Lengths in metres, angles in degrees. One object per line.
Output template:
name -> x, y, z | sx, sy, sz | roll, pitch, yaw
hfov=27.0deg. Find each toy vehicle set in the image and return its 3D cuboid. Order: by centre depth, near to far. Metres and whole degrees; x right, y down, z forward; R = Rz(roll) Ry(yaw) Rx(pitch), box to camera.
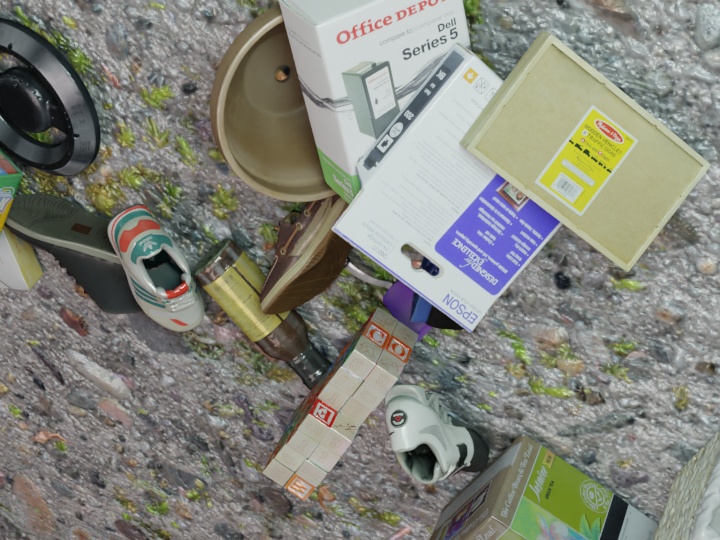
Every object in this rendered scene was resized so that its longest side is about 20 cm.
toy vehicle set -> 0.202, -0.104, 1.340 | 0.200, 0.027, 0.125 | 36, 98, -18

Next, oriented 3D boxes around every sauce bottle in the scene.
sauce bottle -> -0.107, 0.055, 1.717 | 0.065, 0.065, 0.200 | -26, 110, 43

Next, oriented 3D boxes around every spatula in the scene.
spatula -> 0.000, 0.000, 1.636 | 0.200, 0.021, 0.057 | 39, 138, -3

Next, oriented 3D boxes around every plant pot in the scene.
plant pot -> -0.059, -0.175, 1.435 | 0.093, 0.200, 0.202 | 46, 156, 51

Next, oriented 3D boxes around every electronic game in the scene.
electronic game -> -0.372, -0.192, 1.676 | 0.199, 0.042, 0.201 | 23, 138, 23

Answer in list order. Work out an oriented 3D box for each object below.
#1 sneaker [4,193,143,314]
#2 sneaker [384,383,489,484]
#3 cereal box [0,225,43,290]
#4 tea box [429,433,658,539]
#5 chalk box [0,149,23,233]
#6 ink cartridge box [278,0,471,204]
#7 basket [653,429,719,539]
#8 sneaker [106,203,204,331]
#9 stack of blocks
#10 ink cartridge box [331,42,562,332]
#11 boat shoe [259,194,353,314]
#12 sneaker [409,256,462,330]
sneaker -> -0.341, -0.014, 1.787 | 0.199, 0.075, 0.107 | 21, 132, 12
sneaker -> 0.082, 0.206, 1.680 | 0.074, 0.089, 0.200 | -14, 147, 29
cereal box -> -0.509, -0.047, 1.887 | 0.199, 0.040, 0.145 | 3, 128, 29
tea box -> 0.198, 0.328, 1.718 | 0.196, 0.134, 0.200 | 34, 136, -5
chalk box -> -0.484, -0.098, 1.727 | 0.124, 0.123, 0.201 | 44, 121, 26
ink cartridge box -> 0.025, -0.176, 1.368 | 0.084, 0.145, 0.201 | 46, 156, 51
basket -> 0.407, 0.279, 1.510 | 0.199, 0.199, 0.161 | 34, 139, 0
sneaker -> -0.222, 0.018, 1.707 | 0.093, 0.070, 0.200 | 49, 166, 43
stack of blocks -> -0.022, 0.148, 1.653 | 0.058, 0.115, 0.200 | 34, 126, -4
ink cartridge box -> 0.095, -0.071, 1.377 | 0.198, 0.043, 0.200 | 37, 96, -32
boat shoe -> -0.055, -0.033, 1.600 | 0.200, 0.072, 0.072 | -53, 57, 38
sneaker -> 0.102, 0.009, 1.524 | 0.077, 0.071, 0.200 | 9, 160, -4
